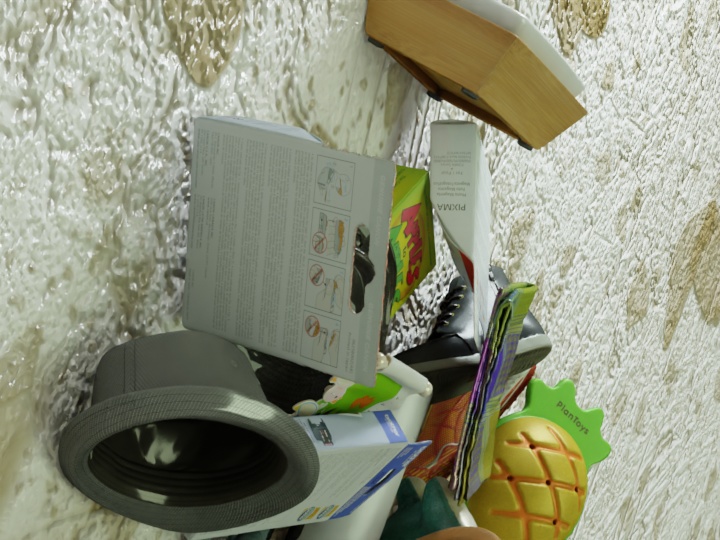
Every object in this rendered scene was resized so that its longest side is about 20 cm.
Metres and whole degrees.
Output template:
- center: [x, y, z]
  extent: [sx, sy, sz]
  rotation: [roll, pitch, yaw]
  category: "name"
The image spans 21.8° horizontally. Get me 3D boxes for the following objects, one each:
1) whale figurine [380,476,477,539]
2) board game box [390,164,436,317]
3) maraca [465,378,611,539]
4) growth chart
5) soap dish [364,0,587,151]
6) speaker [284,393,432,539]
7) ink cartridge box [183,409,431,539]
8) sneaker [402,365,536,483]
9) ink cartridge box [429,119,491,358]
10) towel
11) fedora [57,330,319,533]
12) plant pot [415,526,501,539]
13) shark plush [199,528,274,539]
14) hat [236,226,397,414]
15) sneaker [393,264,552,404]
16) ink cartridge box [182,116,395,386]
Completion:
- center: [0.063, 0.271, 1.775]
  extent: [0.103, 0.160, 0.200]
  rotation: [-22, 156, -13]
  category: "whale figurine"
- center: [0.000, 0.000, 1.636]
  extent: [0.200, 0.047, 0.102]
  rotation: [-48, 140, -46]
  category: "board game box"
- center: [0.174, 0.200, 1.866]
  extent: [0.137, 0.107, 0.200]
  rotation: [44, 65, -14]
  category: "maraca"
- center: [-0.032, 0.133, 1.538]
  extent: [0.200, 0.018, 0.145]
  rotation: [-38, 156, 17]
  category: "growth chart"
- center: [0.100, -0.187, 1.649]
  extent: [0.082, 0.157, 0.200]
  rotation: [-59, 152, 0]
  category: "soap dish"
- center: [-0.003, 0.184, 1.673]
  extent: [0.201, 0.081, 0.081]
  rotation: [-68, 152, -18]
  category: "speaker"
- center: [-0.045, 0.163, 1.509]
  extent: [0.199, 0.042, 0.119]
  rotation: [3, 139, -48]
  category: "ink cartridge box"
- center: [0.094, 0.145, 1.881]
  extent: [0.200, 0.077, 0.073]
  rotation: [-48, 163, -23]
  category: "sneaker"
- center: [0.092, -0.018, 1.724]
  extent: [0.163, 0.057, 0.201]
  rotation: [62, 33, -72]
  category: "ink cartridge box"
- center: [0.123, 0.111, 1.727]
  extent: [0.144, 0.023, 0.201]
  rotation: [-11, 115, -75]
  category: "towel"
- center: [-0.125, 0.106, 1.344]
  extent: [0.200, 0.176, 0.091]
  rotation: [37, 38, -48]
  category: "fedora"
- center: [0.086, 0.319, 1.625]
  extent: [0.200, 0.199, 0.141]
  rotation: [-48, 119, -45]
  category: "plant pot"
- center: [-0.111, 0.232, 1.492]
  extent: [0.200, 0.091, 0.084]
  rotation: [-32, 98, -45]
  category: "shark plush"
- center: [-0.024, 0.024, 1.484]
  extent: [0.200, 0.081, 0.202]
  rotation: [-9, 105, -37]
  category: "hat"
- center: [0.084, 0.062, 1.825]
  extent: [0.199, 0.107, 0.075]
  rotation: [-11, 151, -37]
  category: "sneaker"
- center: [-0.044, -0.017, 1.348]
  extent: [0.057, 0.199, 0.164]
  rotation: [-10, 109, -51]
  category: "ink cartridge box"
